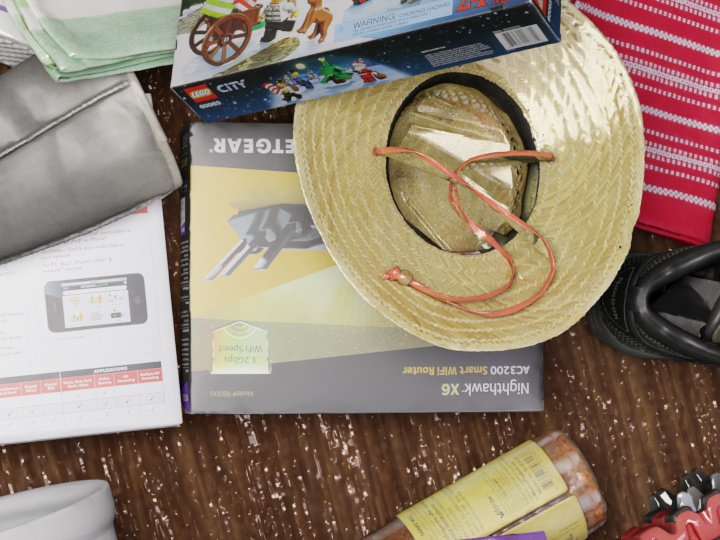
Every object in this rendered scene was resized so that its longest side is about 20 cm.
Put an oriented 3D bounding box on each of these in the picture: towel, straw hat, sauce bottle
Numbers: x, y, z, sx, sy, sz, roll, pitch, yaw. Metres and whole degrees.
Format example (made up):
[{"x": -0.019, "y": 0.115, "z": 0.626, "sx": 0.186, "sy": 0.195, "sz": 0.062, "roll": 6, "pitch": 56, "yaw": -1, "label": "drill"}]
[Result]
[{"x": 0.162, "y": -0.121, "z": 1.325, "sx": 0.144, "sy": 0.022, "sz": 0.202, "roll": 16, "pitch": 83, "yaw": -35, "label": "towel"}, {"x": -0.150, "y": -0.192, "z": 1.230, "sx": 0.152, "sy": 0.023, "sz": 0.201, "roll": -17, "pitch": 71, "yaw": -47, "label": "towel"}, {"x": 0.048, "y": -0.051, "z": 1.242, "sx": 0.199, "sy": 0.085, "sz": 0.203, "roll": 2, "pitch": 79, "yaw": -11, "label": "straw hat"}, {"x": 0.038, "y": 0.159, "z": 1.299, "sx": 0.199, "sy": 0.066, "sz": 0.066, "roll": -26, "pitch": 93, "yaw": -10, "label": "sauce bottle"}]

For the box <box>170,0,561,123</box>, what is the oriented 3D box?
[{"x": 0.005, "y": -0.159, "z": 1.180, "sx": 0.199, "sy": 0.038, "sz": 0.137, "roll": -11, "pitch": 58, "yaw": 26, "label": "box"}]

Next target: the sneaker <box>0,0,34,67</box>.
[{"x": -0.221, "y": -0.187, "z": 1.263, "sx": 0.199, "sy": 0.073, "sz": 0.115, "roll": 22, "pitch": 78, "yaw": -17, "label": "sneaker"}]

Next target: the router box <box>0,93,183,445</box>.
[{"x": -0.201, "y": 0.004, "z": 1.265, "sx": 0.198, "sy": 0.049, "sz": 0.181, "roll": -5, "pitch": 89, "yaw": -11, "label": "router box"}]

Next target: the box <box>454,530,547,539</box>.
[{"x": 0.038, "y": 0.241, "z": 1.265, "sx": 0.136, "sy": 0.039, "sz": 0.201, "roll": -5, "pitch": 112, "yaw": -4, "label": "box"}]

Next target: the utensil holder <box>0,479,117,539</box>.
[{"x": -0.185, "y": 0.226, "z": 1.205, "sx": 0.169, "sy": 0.170, "sz": 0.202, "roll": -15, "pitch": 94, "yaw": -11, "label": "utensil holder"}]

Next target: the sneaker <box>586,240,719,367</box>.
[{"x": 0.235, "y": 0.026, "z": 1.318, "sx": 0.198, "sy": 0.114, "sz": 0.077, "roll": 8, "pitch": 89, "yaw": -13, "label": "sneaker"}]

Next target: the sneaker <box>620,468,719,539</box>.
[{"x": 0.148, "y": 0.192, "z": 1.315, "sx": 0.199, "sy": 0.071, "sz": 0.098, "roll": -28, "pitch": 91, "yaw": -12, "label": "sneaker"}]

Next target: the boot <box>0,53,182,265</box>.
[{"x": -0.214, "y": -0.072, "z": 1.204, "sx": 0.199, "sy": 0.073, "sz": 0.183, "roll": -31, "pitch": 108, "yaw": -4, "label": "boot"}]

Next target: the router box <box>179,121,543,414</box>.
[{"x": 0.000, "y": 0.000, "z": 1.302, "sx": 0.198, "sy": 0.052, "sz": 0.159, "roll": 0, "pitch": 88, "yaw": -11, "label": "router box"}]
